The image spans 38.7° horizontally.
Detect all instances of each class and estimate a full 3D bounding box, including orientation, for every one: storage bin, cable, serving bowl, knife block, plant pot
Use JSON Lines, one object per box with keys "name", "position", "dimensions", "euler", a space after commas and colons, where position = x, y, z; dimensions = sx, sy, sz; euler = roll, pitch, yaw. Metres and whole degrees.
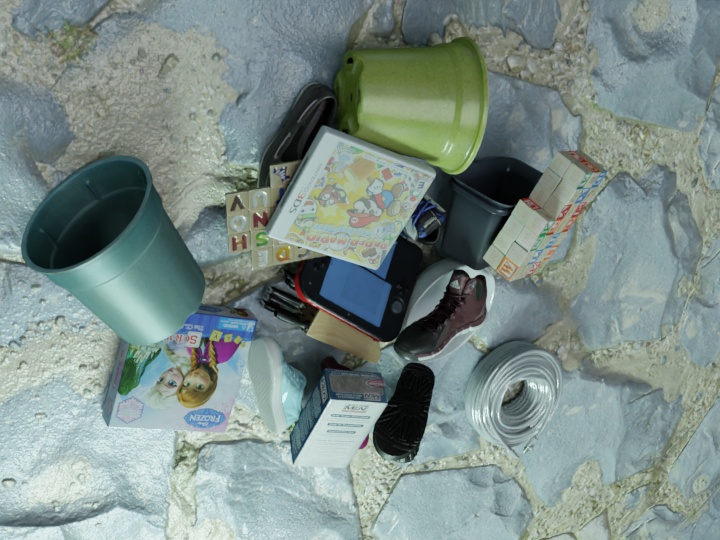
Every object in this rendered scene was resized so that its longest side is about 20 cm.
{"name": "storage bin", "position": [0.211, -0.093, 1.673], "dimensions": [0.199, 0.145, 0.136], "euler": [-18, 134, -49]}
{"name": "cable", "position": [0.287, 0.229, 1.904], "dimensions": [0.199, 0.069, 0.201], "euler": [39, 90, -35]}
{"name": "serving bowl", "position": [0.132, 0.056, 1.728], "dimensions": [0.198, 0.066, 0.202], "euler": [-24, 136, -25]}
{"name": "knife block", "position": [-0.066, 0.081, 1.645], "dimensions": [0.173, 0.064, 0.203], "euler": [-22, 121, -18]}
{"name": "plant pot", "position": [0.063, -0.248, 1.498], "dimensions": [0.181, 0.201, 0.204], "euler": [2, 111, -20]}
{"name": "plant pot", "position": [-0.320, -0.013, 1.394], "dimensions": [0.199, 0.200, 0.197], "euler": [-38, 132, -8]}

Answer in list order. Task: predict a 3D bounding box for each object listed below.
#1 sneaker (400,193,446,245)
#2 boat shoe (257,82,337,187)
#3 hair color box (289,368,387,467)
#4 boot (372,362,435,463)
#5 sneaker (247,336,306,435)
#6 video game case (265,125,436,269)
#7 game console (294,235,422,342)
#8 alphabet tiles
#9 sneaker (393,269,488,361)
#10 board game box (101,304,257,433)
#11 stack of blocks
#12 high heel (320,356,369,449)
{"name": "sneaker", "position": [0.079, -0.113, 1.604], "dimensions": [0.080, 0.115, 0.200], "euler": [-40, 125, -8]}
{"name": "boat shoe", "position": [-0.094, -0.180, 1.513], "dimensions": [0.066, 0.057, 0.202], "euler": [19, 102, -35]}
{"name": "hair color box", "position": [-0.039, 0.241, 1.651], "dimensions": [0.098, 0.061, 0.201], "euler": [6, 139, -21]}
{"name": "boot", "position": [0.066, 0.275, 1.716], "dimensions": [0.212, 0.078, 0.159], "euler": [-57, 167, -48]}
{"name": "sneaker", "position": [-0.128, 0.170, 1.645], "dimensions": [0.081, 0.074, 0.202], "euler": [-33, 142, -31]}
{"name": "video game case", "position": [-0.013, -0.100, 1.487], "dimensions": [0.198, 0.023, 0.183], "euler": [16, 118, -32]}
{"name": "game console", "position": [0.000, 0.000, 1.602], "dimensions": [0.199, 0.031, 0.179], "euler": [30, 69, -25]}
{"name": "alphabet tiles", "position": [-0.098, -0.083, 1.486], "dimensions": [0.197, 0.008, 0.169], "euler": [-11, 127, -17]}
{"name": "sneaker", "position": [0.130, 0.057, 1.627], "dimensions": [0.199, 0.075, 0.117], "euler": [-27, 135, -38]}
{"name": "board game box", "position": [-0.276, 0.149, 1.573], "dimensions": [0.197, 0.041, 0.202], "euler": [8, 108, -31]}
{"name": "stack of blocks", "position": [0.285, -0.085, 1.581], "dimensions": [0.114, 0.058, 0.201], "euler": [-12, 138, -54]}
{"name": "high heel", "position": [-0.014, 0.243, 1.726], "dimensions": [0.067, 0.096, 0.202], "euler": [-31, 123, -12]}
